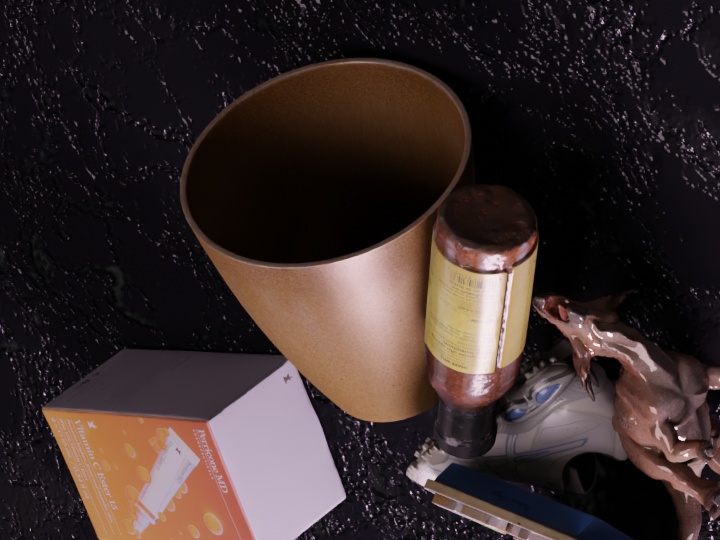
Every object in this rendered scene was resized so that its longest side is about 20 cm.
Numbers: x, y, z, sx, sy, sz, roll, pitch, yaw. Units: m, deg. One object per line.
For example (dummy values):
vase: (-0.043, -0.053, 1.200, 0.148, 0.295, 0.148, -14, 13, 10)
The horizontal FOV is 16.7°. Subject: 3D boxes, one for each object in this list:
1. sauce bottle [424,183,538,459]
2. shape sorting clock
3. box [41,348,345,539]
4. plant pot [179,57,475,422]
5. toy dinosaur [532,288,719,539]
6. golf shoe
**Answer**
sauce bottle: (0.069, 0.037, 1.503, 0.066, 0.066, 0.200, 33, 141, 24)
shape sorting clock: (0.133, 0.179, 1.589, 0.200, 0.039, 0.200, 26, 173, 4)
box: (-0.128, 0.137, 1.865, 0.200, 0.097, 0.125, 0, 118, 46)
plant pot: (0.000, 0.000, 1.582, 0.186, 0.186, 0.200, 21, 145, 35)
toy dinosaur: (0.181, 0.085, 1.520, 0.135, 0.086, 0.200, 18, 134, 36)
golf shoe: (0.106, 0.121, 1.633, 0.097, 0.078, 0.200, 49, 143, -4)
